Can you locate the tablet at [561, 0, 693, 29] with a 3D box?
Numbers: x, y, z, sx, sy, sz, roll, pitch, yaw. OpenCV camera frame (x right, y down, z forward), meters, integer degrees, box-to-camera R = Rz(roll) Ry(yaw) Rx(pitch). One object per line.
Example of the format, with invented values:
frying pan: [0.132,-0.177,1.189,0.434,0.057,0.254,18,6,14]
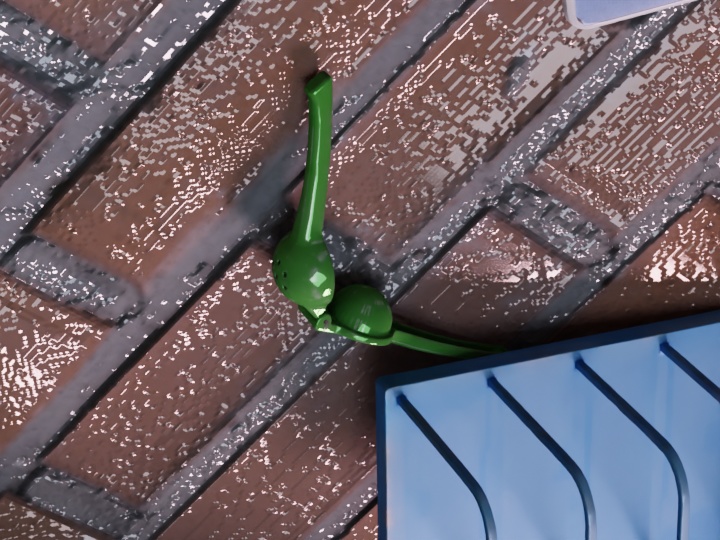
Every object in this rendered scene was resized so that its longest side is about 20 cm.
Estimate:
tablet: [0.174,-0.176,0.895,0.199,0.014,0.131,-15,131,-4]

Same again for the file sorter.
file sorter: [0.122,0.119,1.016,0.199,0.123,0.139,-10,117,-19]

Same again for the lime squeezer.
lime squeezer: [0.000,0.000,0.980,0.071,0.038,0.200,-50,132,-17]
